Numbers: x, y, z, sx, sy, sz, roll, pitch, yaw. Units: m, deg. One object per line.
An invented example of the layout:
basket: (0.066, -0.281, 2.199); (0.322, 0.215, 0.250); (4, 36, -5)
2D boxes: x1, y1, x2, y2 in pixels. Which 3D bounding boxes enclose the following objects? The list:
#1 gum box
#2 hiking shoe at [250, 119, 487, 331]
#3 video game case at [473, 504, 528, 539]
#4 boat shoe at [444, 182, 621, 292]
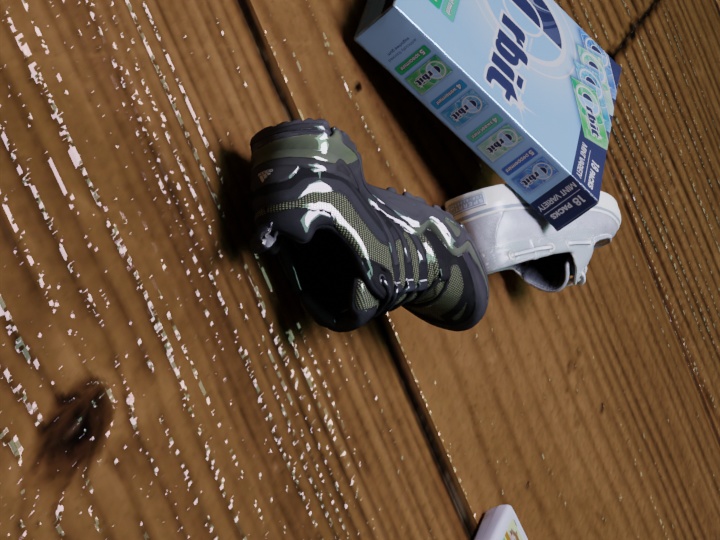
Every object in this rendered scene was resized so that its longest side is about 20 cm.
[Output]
gum box: (0.093, -0.150, 1.439); (0.200, 0.044, 0.170); (41, 35, -19)
hiking shoe: (0.000, 0.000, 1.213); (0.200, 0.075, 0.101); (36, 53, -38)
video game case: (0.104, 0.280, 1.310); (0.201, 0.022, 0.182); (63, 29, -18)
boat shoe: (0.127, -0.018, 1.475); (0.200, 0.070, 0.072); (2, 74, -55)
